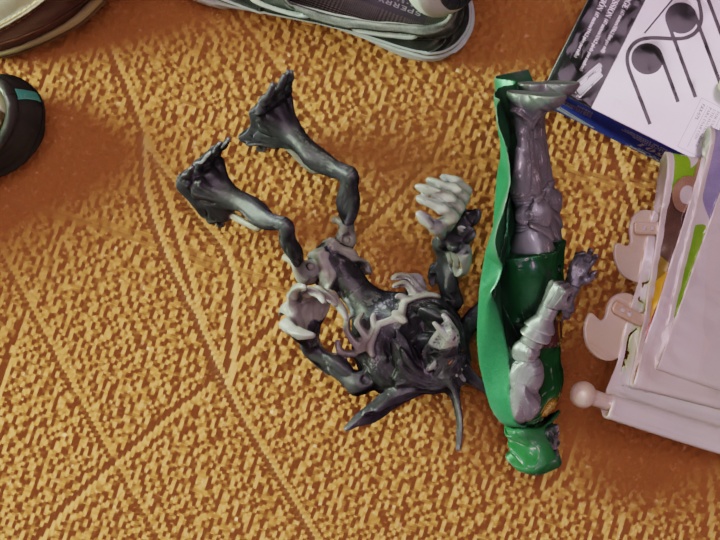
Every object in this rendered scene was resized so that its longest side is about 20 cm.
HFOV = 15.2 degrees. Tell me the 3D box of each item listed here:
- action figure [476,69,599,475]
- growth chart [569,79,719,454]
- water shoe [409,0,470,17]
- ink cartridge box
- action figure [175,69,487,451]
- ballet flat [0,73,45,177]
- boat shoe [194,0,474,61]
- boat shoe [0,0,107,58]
[{"bbox_3d":[0.087,0.006,1.356,0.055,0.118,0.200,3,104,15],"label":"action figure"},{"bbox_3d":[0.195,0.000,1.380,0.145,0.018,0.200,27,83,-19],"label":"growth chart"},{"bbox_3d":[0.035,-0.201,1.384,0.079,0.072,0.200,11,43,10],"label":"water shoe"},{"bbox_3d":[0.179,-0.159,1.415,0.094,0.044,0.200,27,83,3],"label":"ink cartridge box"},{"bbox_3d":[0.000,0.000,1.366,0.119,0.102,0.200,-43,84,-17],"label":"action figure"},{"bbox_3d":[-0.255,-0.045,1.394,0.200,0.068,0.068,-35,83,-4],"label":"ballet flat"},{"bbox_3d":[-0.034,-0.167,1.406,0.200,0.071,0.072,17,82,4],"label":"boat shoe"},{"bbox_3d":[-0.147,-0.179,1.385,0.200,0.068,0.072,-31,73,21],"label":"boat shoe"}]
